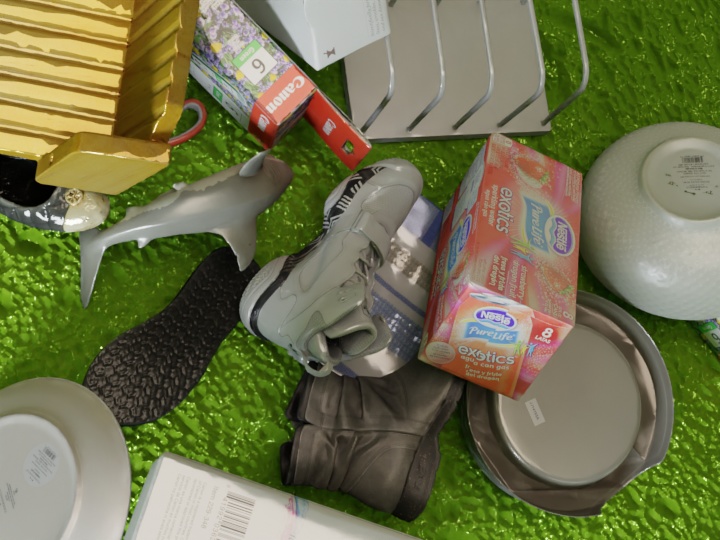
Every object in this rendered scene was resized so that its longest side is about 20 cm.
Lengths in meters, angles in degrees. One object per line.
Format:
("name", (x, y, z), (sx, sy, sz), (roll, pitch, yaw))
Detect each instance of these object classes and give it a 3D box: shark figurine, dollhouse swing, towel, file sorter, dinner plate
("shark figurine", (-0.133, -0.034, 1.038), (0.213, 0.128, 0.090), (-24, 94, -18))
("dollhouse swing", (-0.237, -0.182, 0.954), (0.174, 0.181, 0.202), (14, 77, -27))
("towel", (0.040, 0.034, 1.121), (0.146, 0.024, 0.201), (37, 70, -5))
("file sorter", (0.093, -0.205, 1.140), (0.198, 0.124, 0.140), (-4, 78, -17))
("dinner plate", (-0.260, 0.174, 0.937), (0.198, 0.024, 0.202), (-10, 64, 20))

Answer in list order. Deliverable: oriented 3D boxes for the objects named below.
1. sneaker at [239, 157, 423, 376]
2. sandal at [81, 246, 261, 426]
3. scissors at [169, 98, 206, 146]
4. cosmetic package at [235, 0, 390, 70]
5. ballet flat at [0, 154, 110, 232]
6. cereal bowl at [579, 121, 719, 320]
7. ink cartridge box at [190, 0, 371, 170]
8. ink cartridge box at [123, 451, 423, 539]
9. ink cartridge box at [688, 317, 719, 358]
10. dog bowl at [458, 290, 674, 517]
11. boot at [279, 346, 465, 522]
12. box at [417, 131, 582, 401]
("sneaker", (0.000, 0.000, 1.043), (0.200, 0.075, 0.115), (-45, 47, -9))
("sandal", (-0.154, 0.062, 1.052), (0.075, 0.048, 0.200), (45, 57, -1))
("scissors", (-0.228, -0.115, 1.085), (0.199, 0.014, 0.074), (-29, 87, -22))
("cosmetic package", (-0.064, -0.268, 1.064), (0.081, 0.113, 0.200), (-30, 46, -19))
("ballet flat", (-0.296, -0.088, 1.022), (0.199, 0.057, 0.067), (27, 73, 3))
("cereal bowl", (0.298, -0.059, 1.146), (0.198, 0.084, 0.202), (-2, 59, 3))
("ink cartridge box", (-0.083, -0.152, 1.074), (0.050, 0.109, 0.200), (-45, 92, -10))
("ink cartridge box", (-0.074, 0.230, 0.877), (0.198, 0.086, 0.149), (22, 72, -10))
("ink cartridge box", (0.381, 0.039, 1.203), (0.109, 0.050, 0.200), (-41, 91, -20))
("dog bowl", (0.178, 0.120, 1.120), (0.198, 0.059, 0.202), (4, 75, -15))
("boot", (0.014, 0.099, 1.051), (0.131, 0.070, 0.201), (21, 66, -7))
("box", (0.121, -0.008, 1.050), (0.094, 0.103, 0.201), (23, 41, -8))
